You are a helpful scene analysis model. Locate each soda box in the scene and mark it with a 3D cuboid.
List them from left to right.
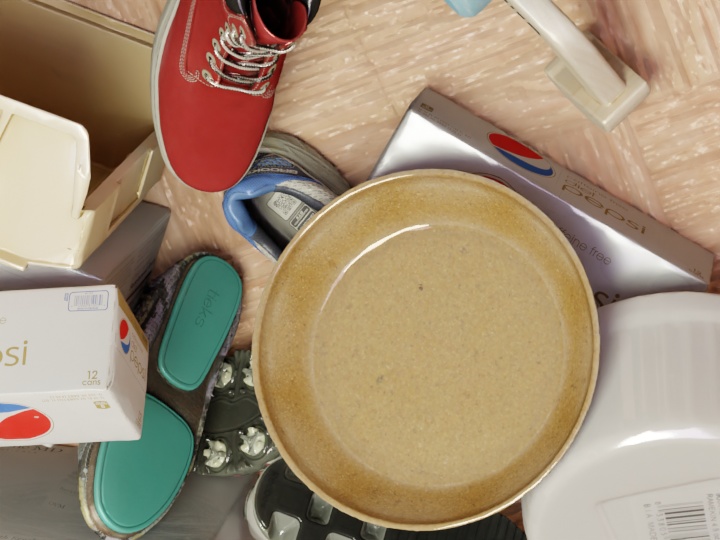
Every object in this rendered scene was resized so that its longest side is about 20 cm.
[{"bbox_3d":[-0.220,0.055,1.565,0.199,0.068,0.064,-3,62,12],"label":"soda box"},{"bbox_3d":[0.102,-0.024,1.666,0.200,0.064,0.068,30,109,0],"label":"soda box"}]

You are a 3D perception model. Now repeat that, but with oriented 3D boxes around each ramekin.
[{"bbox_3d":[0.182,0.116,1.630,0.200,0.098,0.201,3,134,3],"label":"ramekin"}]

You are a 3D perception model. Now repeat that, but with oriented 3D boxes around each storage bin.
[{"bbox_3d":[-0.217,-0.094,1.632,0.198,0.200,0.094,20,110,4],"label":"storage bin"}]

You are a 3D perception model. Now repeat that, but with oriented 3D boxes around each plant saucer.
[{"bbox_3d":[0.039,0.045,1.600,0.200,0.035,0.201,-3,81,17],"label":"plant saucer"}]

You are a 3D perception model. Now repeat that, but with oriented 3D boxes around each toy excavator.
[{"bbox_3d":[0.072,-0.168,1.582,0.100,0.194,0.200,-43,78,0],"label":"toy excavator"}]

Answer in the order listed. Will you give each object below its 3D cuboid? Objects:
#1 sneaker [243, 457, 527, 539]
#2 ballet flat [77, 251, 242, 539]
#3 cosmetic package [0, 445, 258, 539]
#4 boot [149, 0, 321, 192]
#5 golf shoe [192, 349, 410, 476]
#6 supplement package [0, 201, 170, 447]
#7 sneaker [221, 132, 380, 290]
[{"bbox_3d":[0.025,0.169,1.709,0.200,0.089,0.074,25,70,-4],"label":"sneaker"},{"bbox_3d":[-0.125,0.080,1.687,0.072,0.201,0.072,15,146,10],"label":"ballet flat"},{"bbox_3d":[-0.178,0.191,1.707,0.199,0.200,0.123,5,105,9],"label":"cosmetic package"},{"bbox_3d":[-0.066,-0.115,1.567,0.072,0.144,0.201,4,116,-15],"label":"boot"},{"bbox_3d":[-0.027,0.088,1.712,0.200,0.088,0.077,-14,64,37],"label":"golf shoe"},{"bbox_3d":[-0.235,-0.004,1.685,0.200,0.156,0.111,21,108,4],"label":"supplement package"},{"bbox_3d":[0.000,0.000,1.680,0.200,0.085,0.077,30,109,0],"label":"sneaker"}]
